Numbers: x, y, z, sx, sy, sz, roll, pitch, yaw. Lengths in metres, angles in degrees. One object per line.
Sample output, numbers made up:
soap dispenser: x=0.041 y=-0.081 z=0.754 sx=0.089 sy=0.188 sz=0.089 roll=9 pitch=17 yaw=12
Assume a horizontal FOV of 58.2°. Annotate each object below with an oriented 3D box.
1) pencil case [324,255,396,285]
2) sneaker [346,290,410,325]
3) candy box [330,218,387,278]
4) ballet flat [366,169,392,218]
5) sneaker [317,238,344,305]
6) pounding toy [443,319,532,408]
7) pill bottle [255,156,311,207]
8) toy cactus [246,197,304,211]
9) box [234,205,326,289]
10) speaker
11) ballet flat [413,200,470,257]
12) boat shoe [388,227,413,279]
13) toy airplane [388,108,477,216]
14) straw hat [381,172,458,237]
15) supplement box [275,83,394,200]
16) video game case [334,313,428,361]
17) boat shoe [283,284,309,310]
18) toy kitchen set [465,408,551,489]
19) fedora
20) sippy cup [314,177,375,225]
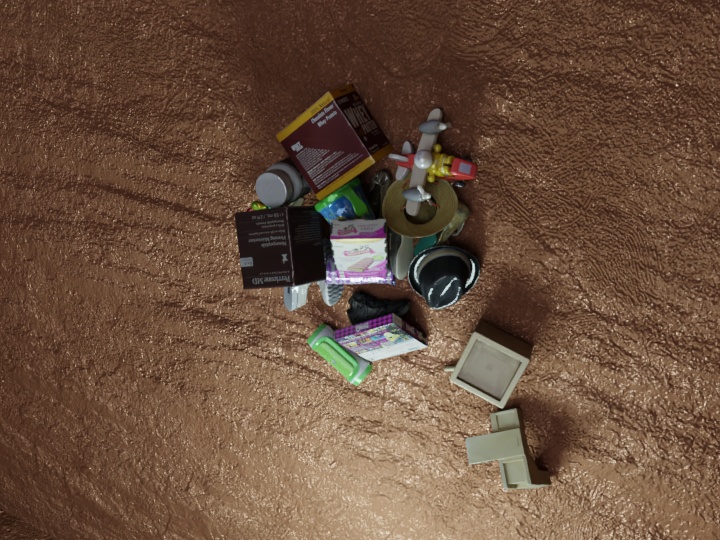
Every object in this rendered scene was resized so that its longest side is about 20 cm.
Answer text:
pencil case: x=0.000 y=0.000 z=1.755 sx=0.199 sy=0.084 sz=0.086 roll=3 pitch=150 yaw=5
sneaker: x=0.040 y=0.103 z=1.812 sx=0.199 sy=0.076 sz=0.114 roll=-20 pitch=109 yaw=37
candy box: x=0.000 y=-0.051 z=1.621 sx=0.136 sy=0.061 sz=0.200 roll=-1 pitch=151 yaw=4
ballet flat: x=0.034 y=-0.171 z=1.706 sx=0.067 sy=0.046 sz=0.200 roll=27 pitch=122 yaw=13
sneaker: x=-0.103 y=0.002 z=1.850 sx=0.082 sy=0.075 sz=0.201 roll=6 pitch=112 yaw=42
pounding toy: x=0.329 y=0.251 z=1.723 sx=0.184 sy=0.142 sz=0.200 roll=27 pitch=111 yaw=11
pill bottle: x=-0.184 y=-0.236 z=1.689 sx=0.109 sy=0.200 sz=0.110 roll=10 pitch=116 yaw=22
toy cactus: x=-0.221 y=-0.151 z=1.820 sx=0.200 sy=0.102 sz=0.165 roll=44 pitch=114 yaw=15
box: x=-0.204 y=-0.062 z=1.678 sx=0.165 sy=0.164 sz=0.201 roll=-4 pitch=94 yaw=26
speaker: x=-0.061 y=0.249 z=1.922 sx=0.200 sy=0.088 sz=0.088 roll=41 pitch=123 yaw=4
ballet flat: x=0.212 y=-0.094 z=1.652 sx=0.071 sy=0.071 sz=0.200 roll=38 pitch=125 yaw=5
boat shoe: x=0.100 y=-0.079 z=1.693 sx=0.057 sy=0.067 sz=0.201 roll=9 pitch=97 yaw=41
toy airplane: x=0.155 y=-0.260 z=1.548 sx=0.199 sy=0.141 sz=0.200 roll=-33 pitch=75 yaw=18
straw hat: x=0.152 y=-0.144 z=1.617 sx=0.201 sy=0.201 sz=0.085 roll=14 pitch=154 yaw=19
supplement box: x=-0.063 y=-0.323 z=1.632 sx=0.197 sy=0.133 sz=0.200 roll=-30 pitch=98 yaw=33
video game case: x=0.058 y=0.191 z=1.806 sx=0.200 sy=0.036 sz=0.181 roll=-20 pitch=143 yaw=32
boat shoe: x=-0.178 y=0.027 z=1.888 sx=0.071 sy=0.070 sz=0.200 roll=39 pitch=134 yaw=41
toy kitchen set: x=0.412 y=0.513 z=1.825 sx=0.163 sy=0.180 sz=0.201 roll=-19 pitch=63 yaw=28
fedora: x=0.211 y=0.032 z=1.651 sx=0.200 sy=0.092 sz=0.201 roll=5 pitch=134 yaw=5
sippy cup: x=-0.029 y=-0.149 z=1.667 sx=0.139 sy=0.178 sz=0.131 roll=-32 pitch=95 yaw=20
